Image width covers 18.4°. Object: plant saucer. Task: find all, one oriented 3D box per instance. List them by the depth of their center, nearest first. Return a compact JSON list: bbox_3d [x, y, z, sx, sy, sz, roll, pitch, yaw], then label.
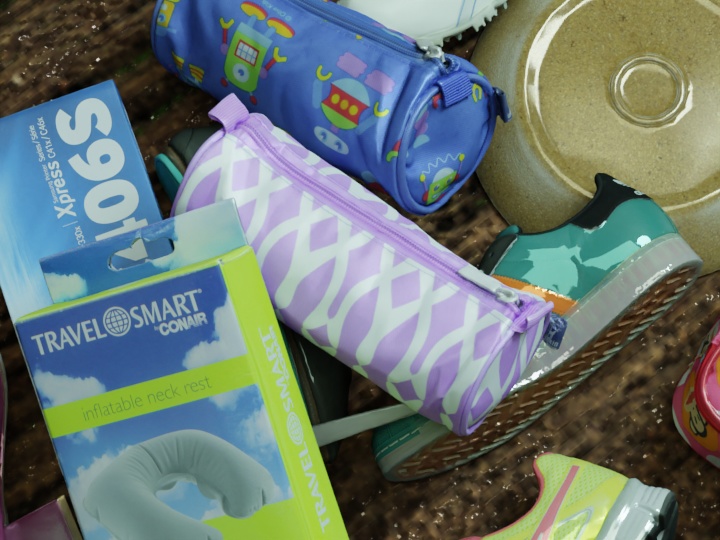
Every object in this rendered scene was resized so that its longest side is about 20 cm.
[{"bbox_3d":[0.156,-0.094,1.216,0.199,0.035,0.201,0,73,0],"label":"plant saucer"}]

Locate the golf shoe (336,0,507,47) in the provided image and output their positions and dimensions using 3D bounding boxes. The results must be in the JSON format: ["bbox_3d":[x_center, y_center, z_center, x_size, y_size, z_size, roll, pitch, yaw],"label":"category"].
[{"bbox_3d":[0.067,-0.195,1.206,0.199,0.097,0.078,-29,45,-7],"label":"golf shoe"}]

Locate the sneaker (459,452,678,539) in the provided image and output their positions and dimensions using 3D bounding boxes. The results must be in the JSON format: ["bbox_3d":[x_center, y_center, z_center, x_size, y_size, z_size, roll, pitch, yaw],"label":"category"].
[{"bbox_3d":[0.075,0.179,1.125,0.090,0.078,0.200,31,74,22],"label":"sneaker"}]

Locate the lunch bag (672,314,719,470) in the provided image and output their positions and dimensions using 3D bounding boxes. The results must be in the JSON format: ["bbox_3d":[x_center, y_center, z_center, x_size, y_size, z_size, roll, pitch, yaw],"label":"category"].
[{"bbox_3d":[0.278,0.046,1.154,0.176,0.082,0.200,33,75,5],"label":"lunch bag"}]

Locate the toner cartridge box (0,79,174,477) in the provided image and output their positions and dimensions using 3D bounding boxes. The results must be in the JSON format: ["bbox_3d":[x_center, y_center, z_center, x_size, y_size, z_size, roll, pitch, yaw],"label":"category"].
[{"bbox_3d":[-0.142,0.007,1.186,0.095,0.043,0.201,-21,75,-3],"label":"toner cartridge box"}]

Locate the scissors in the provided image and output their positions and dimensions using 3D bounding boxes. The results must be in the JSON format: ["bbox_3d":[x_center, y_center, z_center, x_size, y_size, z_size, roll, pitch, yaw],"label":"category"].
[{"bbox_3d":[-0.051,0.089,1.126,0.199,0.014,0.073,-30,115,16],"label":"scissors"}]

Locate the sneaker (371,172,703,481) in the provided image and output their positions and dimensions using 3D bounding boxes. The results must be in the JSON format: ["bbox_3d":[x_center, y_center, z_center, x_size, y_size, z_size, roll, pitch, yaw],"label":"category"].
[{"bbox_3d":[0.079,0.029,1.163,0.200,0.071,0.080,-37,67,-1],"label":"sneaker"}]

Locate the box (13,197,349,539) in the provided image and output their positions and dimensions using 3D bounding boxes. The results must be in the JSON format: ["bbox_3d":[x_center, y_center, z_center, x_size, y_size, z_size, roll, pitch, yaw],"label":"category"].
[{"bbox_3d":[-0.088,0.078,1.084,0.121,0.048,0.201,-16,95,21],"label":"box"}]

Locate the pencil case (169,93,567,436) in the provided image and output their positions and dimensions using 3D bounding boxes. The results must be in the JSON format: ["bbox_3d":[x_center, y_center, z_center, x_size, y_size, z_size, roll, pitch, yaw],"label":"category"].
[{"bbox_3d":[0.000,0.000,1.097,0.199,0.086,0.084,31,51,14],"label":"pencil case"}]

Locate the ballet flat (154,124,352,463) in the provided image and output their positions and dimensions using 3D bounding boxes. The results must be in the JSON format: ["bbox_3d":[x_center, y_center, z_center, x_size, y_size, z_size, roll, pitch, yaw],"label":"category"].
[{"bbox_3d":[-0.039,0.003,1.176,0.068,0.068,0.201,-24,75,-15],"label":"ballet flat"}]

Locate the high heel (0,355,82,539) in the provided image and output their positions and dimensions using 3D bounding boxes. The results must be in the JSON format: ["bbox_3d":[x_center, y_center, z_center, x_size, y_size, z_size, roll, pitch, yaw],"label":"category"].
[{"bbox_3d":[-0.223,0.088,1.153,0.096,0.067,0.201,-24,88,-17],"label":"high heel"}]

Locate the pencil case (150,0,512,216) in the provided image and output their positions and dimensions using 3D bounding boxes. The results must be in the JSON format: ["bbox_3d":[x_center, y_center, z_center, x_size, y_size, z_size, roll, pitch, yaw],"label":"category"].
[{"bbox_3d":[-0.020,-0.105,1.163,0.200,0.087,0.078,30,32,32],"label":"pencil case"}]
